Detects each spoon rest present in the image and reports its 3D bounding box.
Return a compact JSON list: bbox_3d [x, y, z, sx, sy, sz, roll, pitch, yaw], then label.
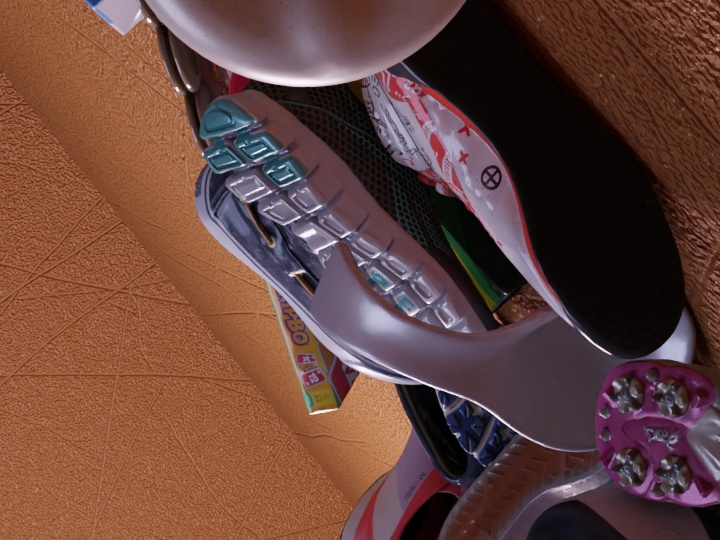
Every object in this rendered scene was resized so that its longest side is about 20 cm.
[{"bbox_3d":[0.076,0.038,0.751,0.198,0.100,0.061,13,-154,-21],"label":"spoon rest"}]

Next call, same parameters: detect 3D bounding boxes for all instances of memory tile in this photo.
[{"bbox_3d":[-0.106,-0.147,0.990,0.154,0.017,0.201,-96,-10,-49],"label":"memory tile"}]

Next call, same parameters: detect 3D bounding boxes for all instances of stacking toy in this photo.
[{"bbox_3d":[-0.026,-0.162,0.639,0.147,0.146,0.200,51,-174,-15],"label":"stacking toy"}]

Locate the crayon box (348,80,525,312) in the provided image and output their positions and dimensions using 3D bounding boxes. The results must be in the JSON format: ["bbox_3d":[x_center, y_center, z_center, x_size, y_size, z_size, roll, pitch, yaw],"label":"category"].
[{"bbox_3d":[0.025,-0.064,0.900,0.200,0.051,0.127,49,170,6],"label":"crayon box"}]

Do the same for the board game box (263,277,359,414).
[{"bbox_3d":[-0.010,0.005,1.032,0.200,0.030,0.097,-60,-44,-64],"label":"board game box"}]

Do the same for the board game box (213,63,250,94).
[{"bbox_3d":[-0.069,-0.112,0.950,0.200,0.038,0.160,75,180,-67],"label":"board game box"}]

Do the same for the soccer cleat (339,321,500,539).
[{"bbox_3d":[0.060,0.125,1.058,0.068,0.201,0.073,40,163,-32],"label":"soccer cleat"}]

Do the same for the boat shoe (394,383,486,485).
[{"bbox_3d":[0.040,0.040,0.998,0.062,0.074,0.203,-16,-92,-58],"label":"boat shoe"}]

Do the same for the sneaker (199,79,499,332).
[{"bbox_3d":[0.013,-0.037,0.801,0.200,0.092,0.077,48,146,-19],"label":"sneaker"}]

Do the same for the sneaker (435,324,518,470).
[{"bbox_3d":[0.107,0.084,0.954,0.199,0.077,0.085,37,-170,-30],"label":"sneaker"}]

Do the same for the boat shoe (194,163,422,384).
[{"bbox_3d":[0.000,0.000,0.884,0.200,0.071,0.091,38,155,-24],"label":"boat shoe"}]

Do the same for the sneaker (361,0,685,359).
[{"bbox_3d":[0.072,-0.046,0.733,0.202,0.067,0.108,52,171,1],"label":"sneaker"}]

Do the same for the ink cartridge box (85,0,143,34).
[{"bbox_3d":[-0.215,-0.267,1.073,0.200,0.068,0.116,48,-179,1],"label":"ink cartridge box"}]

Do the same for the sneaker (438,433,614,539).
[{"bbox_3d":[0.130,0.120,0.884,0.079,0.200,0.072,22,-142,-27],"label":"sneaker"}]

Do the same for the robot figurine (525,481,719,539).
[{"bbox_3d":[0.156,0.157,0.740,0.150,0.198,0.126,48,140,42],"label":"robot figurine"}]

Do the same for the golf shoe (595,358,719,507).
[{"bbox_3d":[0.199,0.076,0.665,0.091,0.076,0.199,-3,-166,-45],"label":"golf shoe"}]
